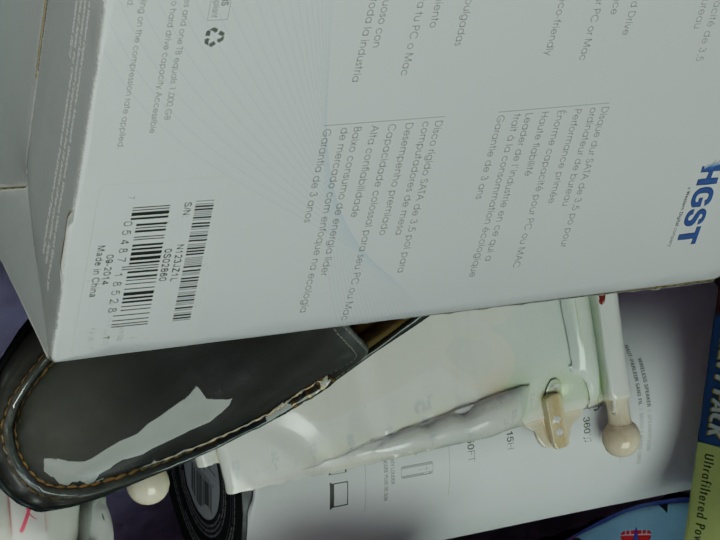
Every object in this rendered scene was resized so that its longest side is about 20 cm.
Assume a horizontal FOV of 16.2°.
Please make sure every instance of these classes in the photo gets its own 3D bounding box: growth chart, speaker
[{"bbox_3d":[0.000,0.000,0.812,0.199,0.018,0.145,-6,95,-24],"label":"growth chart"},{"bbox_3d":[0.037,0.052,0.884,0.199,0.081,0.081,-10,133,-23],"label":"speaker"}]

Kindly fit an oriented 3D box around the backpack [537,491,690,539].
[{"bbox_3d":[0.105,0.177,0.971,0.200,0.135,0.182,-35,139,27],"label":"backpack"}]

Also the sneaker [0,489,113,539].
[{"bbox_3d":[-0.106,0.114,0.786,0.078,0.200,0.100,-5,118,-14],"label":"sneaker"}]

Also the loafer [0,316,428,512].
[{"bbox_3d":[-0.025,0.004,0.753,0.200,0.072,0.073,-37,105,-17],"label":"loafer"}]

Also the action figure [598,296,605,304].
[{"bbox_3d":[0.118,-0.030,0.766,0.065,0.200,0.099,-37,128,-24],"label":"action figure"}]

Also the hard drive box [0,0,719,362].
[{"bbox_3d":[0.013,-0.068,0.637,0.199,0.077,0.156,-5,130,-25],"label":"hard drive box"}]

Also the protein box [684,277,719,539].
[{"bbox_3d":[0.253,0.052,0.863,0.198,0.200,0.135,1,98,-48],"label":"protein box"}]
